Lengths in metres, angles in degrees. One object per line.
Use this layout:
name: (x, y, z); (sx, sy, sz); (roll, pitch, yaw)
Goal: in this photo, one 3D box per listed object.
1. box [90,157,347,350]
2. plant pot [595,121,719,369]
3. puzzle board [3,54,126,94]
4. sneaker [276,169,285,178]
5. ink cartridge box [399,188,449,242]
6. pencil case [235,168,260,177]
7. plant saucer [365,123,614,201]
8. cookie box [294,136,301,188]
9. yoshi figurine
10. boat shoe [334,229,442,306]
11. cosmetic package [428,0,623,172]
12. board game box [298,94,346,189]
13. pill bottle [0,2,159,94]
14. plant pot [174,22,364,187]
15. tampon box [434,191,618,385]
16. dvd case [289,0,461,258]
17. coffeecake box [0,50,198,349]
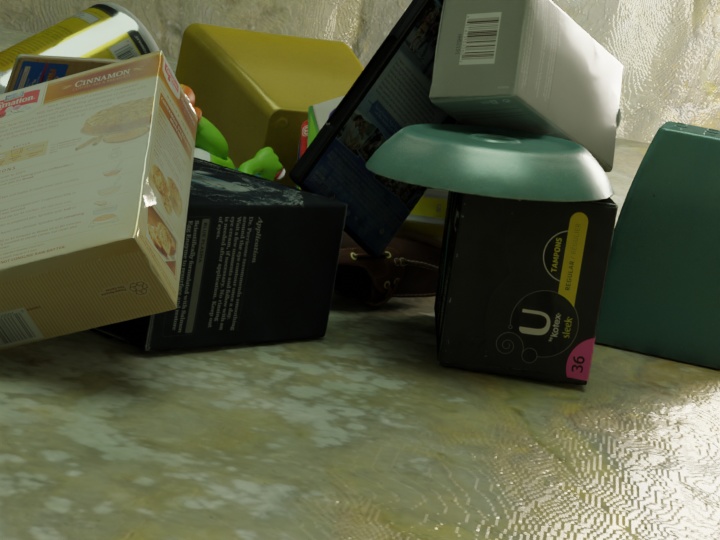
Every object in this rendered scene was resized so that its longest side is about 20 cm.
box: (-0.153, -0.021, 1.375); (0.197, 0.117, 0.200); (19, 13, 39)
plant pot: (0.301, -0.030, 1.579); (0.141, 0.200, 0.141); (12, 12, 13)
puzzle board: (-0.251, -0.085, 1.408); (0.151, 0.200, 0.017); (-3, 34, -49)
sneaker: (-0.105, -0.132, 1.975); (0.200, 0.113, 0.071); (2, 14, -33)
ink cartridge box: (0.082, -0.034, 1.646); (0.200, 0.047, 0.198); (9, -14, -8)
pencil case: (-0.191, -0.076, 1.696); (0.200, 0.085, 0.092); (11, 26, 7)
plant saucer: (0.105, -0.090, 1.375); (0.200, 0.036, 0.200); (5, 11, -1)
cookie box: (0.063, -0.087, 1.692); (0.200, 0.075, 0.171); (-9, -22, 42)
yoshi figurine: (-0.126, -0.074, 1.584); (0.200, 0.112, 0.112); (45, -41, -19)
boat shoe: (0.000, 0.000, 1.545); (0.200, 0.070, 0.070); (10, 47, -27)
cosmetic package: (0.147, -0.161, 1.477); (0.090, 0.107, 0.200); (0, -17, 30)
board game box: (0.027, -0.129, 1.582); (0.200, 0.096, 0.030); (-16, -35, 26)
pill bottle: (-0.268, -0.139, 1.455); (0.200, 0.112, 0.112); (-33, 34, -28)
plant pot: (-0.082, -0.131, 1.827); (0.200, 0.200, 0.176); (3, 23, -30)
tampon box: (0.134, -0.006, 1.448); (0.126, 0.150, 0.200); (7, 11, 0)
dvd case: (0.034, -0.124, 1.464); (0.018, 0.200, 0.143); (29, -9, 40)
coffeecake box: (-0.204, -0.051, 1.214); (0.153, 0.073, 0.200); (-13, 43, 14)
